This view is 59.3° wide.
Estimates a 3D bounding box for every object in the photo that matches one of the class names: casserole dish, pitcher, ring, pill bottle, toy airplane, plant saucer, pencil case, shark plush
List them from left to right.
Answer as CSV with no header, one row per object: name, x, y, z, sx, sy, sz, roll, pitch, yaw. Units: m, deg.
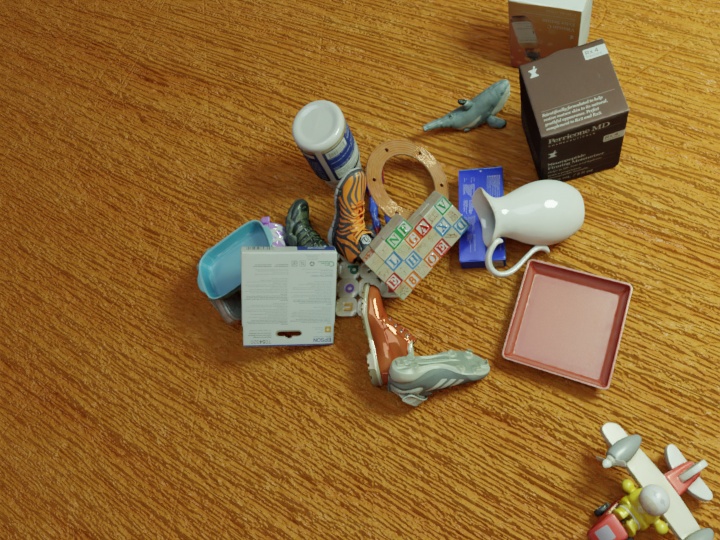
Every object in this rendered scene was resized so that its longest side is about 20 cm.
casserole dish,-0.257,-0.018,1.335,0.198,0.039,0.123,-34,60,12
pencil case,-0.202,-0.004,1.375,0.082,0.085,0.206,-8,67,27
pill bottle,-0.065,-0.261,1.362,0.112,0.200,0.119,-5,68,13
ring,0.098,-0.181,1.327,0.195,0.019,0.206,10,66,-22
shark plush,0.228,-0.355,1.370,0.194,0.083,0.093,-8,69,14
pitcher,0.324,-0.082,1.215,0.194,0.121,0.177,-6,93,-10
plant saucer,0.386,0.100,1.186,0.195,0.037,0.204,15,76,20
toy airplane,0.473,0.362,1.008,0.195,0.141,0.204,8,73,19

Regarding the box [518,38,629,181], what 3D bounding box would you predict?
box,0.408,-0.299,1.232,0.161,0.200,0.169,-14,67,11

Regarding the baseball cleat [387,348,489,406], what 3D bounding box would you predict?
baseball cleat,0.146,0.205,1.209,0.194,0.109,0.070,3,33,-7

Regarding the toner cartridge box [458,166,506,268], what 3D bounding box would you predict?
toner cartridge box,0.249,-0.109,1.298,0.092,0.043,0.206,-2,71,15

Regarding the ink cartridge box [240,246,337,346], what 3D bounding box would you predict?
ink cartridge box,-0.146,0.052,1.288,0.190,0.043,0.206,0,110,-9

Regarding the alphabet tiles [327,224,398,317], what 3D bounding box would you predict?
alphabet tiles,0.000,0.000,1.350,0.190,0.015,0.206,-2,70,19

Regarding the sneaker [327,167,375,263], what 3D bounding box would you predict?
sneaker,-0.002,-0.102,1.289,0.076,0.203,0.112,-22,52,-32

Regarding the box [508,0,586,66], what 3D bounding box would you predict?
box,0.395,-0.520,1.314,0.149,0.200,0.109,17,74,21

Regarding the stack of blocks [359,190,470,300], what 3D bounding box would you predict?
stack of blocks,0.106,-0.059,1.248,0.115,0.059,0.200,41,94,-19

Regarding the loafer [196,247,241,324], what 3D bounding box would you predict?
loafer,-0.315,0.043,1.409,0.063,0.071,0.203,-39,57,20

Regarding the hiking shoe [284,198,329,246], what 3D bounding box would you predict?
hiking shoe,-0.106,-0.058,1.369,0.098,0.075,0.206,-7,78,22

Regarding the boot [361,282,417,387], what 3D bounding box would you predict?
boot,0.057,0.119,1.255,0.104,0.075,0.206,-12,83,9

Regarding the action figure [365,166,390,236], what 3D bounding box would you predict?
action figure,0.030,-0.162,1.348,0.064,0.100,0.204,-18,55,8
